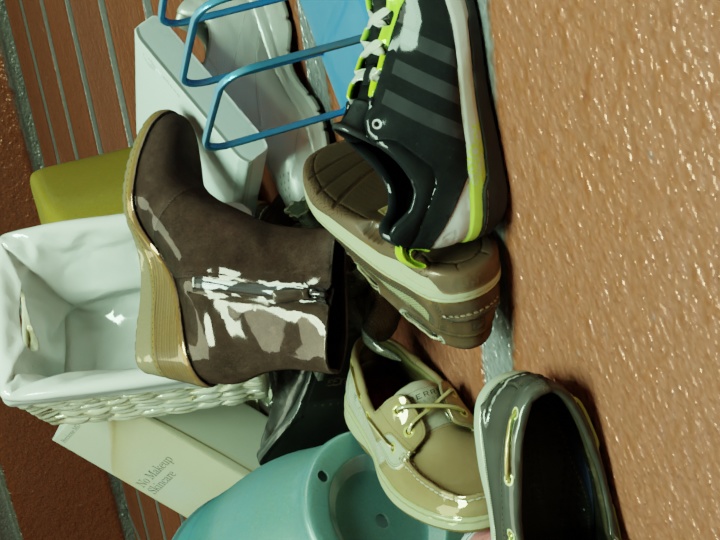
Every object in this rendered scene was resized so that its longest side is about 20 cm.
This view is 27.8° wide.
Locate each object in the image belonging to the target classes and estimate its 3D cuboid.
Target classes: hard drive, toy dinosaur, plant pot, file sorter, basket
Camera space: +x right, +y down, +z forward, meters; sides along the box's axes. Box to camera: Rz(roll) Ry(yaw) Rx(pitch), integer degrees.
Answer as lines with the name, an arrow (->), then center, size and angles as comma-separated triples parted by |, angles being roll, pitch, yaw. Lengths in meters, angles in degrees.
hard drive -> -0.128, -0.098, 1.133 | 0.132, 0.026, 0.200 | 50, 162, 10
toy dinosaur -> 0.000, 0.000, 1.036 | 0.200, 0.077, 0.103 | 46, 164, 41
plant pot -> -0.024, 0.217, 1.079 | 0.188, 0.199, 0.201 | -48, 58, 46
plant pot -> -0.189, -0.001, 1.354 | 0.200, 0.194, 0.196 | -127, 24, -69
file sorter -> -0.072, -0.199, 0.950 | 0.139, 0.122, 0.201 | 127, 125, -69
basket -> -0.168, 0.040, 1.122 | 0.124, 0.198, 0.137 | 77, -174, -69

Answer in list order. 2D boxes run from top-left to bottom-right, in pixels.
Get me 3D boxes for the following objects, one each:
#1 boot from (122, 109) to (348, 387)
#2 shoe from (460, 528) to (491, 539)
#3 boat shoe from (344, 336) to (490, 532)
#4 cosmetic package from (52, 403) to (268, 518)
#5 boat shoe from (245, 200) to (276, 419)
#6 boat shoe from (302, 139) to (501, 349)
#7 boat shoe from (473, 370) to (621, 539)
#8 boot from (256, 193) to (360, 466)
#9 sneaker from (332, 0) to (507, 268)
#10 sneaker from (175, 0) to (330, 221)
boot -> -0.081, -0.021, 1.008 | 0.072, 0.165, 0.202 | 13, -106, -60
shoe -> 0.109, 0.255, 0.895 | 0.091, 0.071, 0.202 | 145, 112, -79
boat shoe -> 0.038, 0.104, 0.976 | 0.200, 0.074, 0.067 | 38, 139, 56
cosmetic package -> -0.151, 0.149, 1.263 | 0.104, 0.199, 0.073 | -45, 19, 43
boat shoe -> -0.068, 0.039, 1.283 | 0.066, 0.072, 0.203 | -1, 91, 35
boat shoe -> 0.021, -0.014, 0.919 | 0.202, 0.074, 0.075 | -130, 23, -53
boat shoe -> 0.108, 0.156, 0.798 | 0.061, 0.071, 0.203 | 171, 85, -78
boot -> -0.054, 0.044, 1.199 | 0.201, 0.069, 0.175 | -60, 44, 34
sneaker -> 0.023, -0.101, 0.805 | 0.072, 0.082, 0.201 | -176, 70, -72
sneaker -> -0.081, -0.128, 1.116 | 0.075, 0.087, 0.201 | 136, 115, -70
